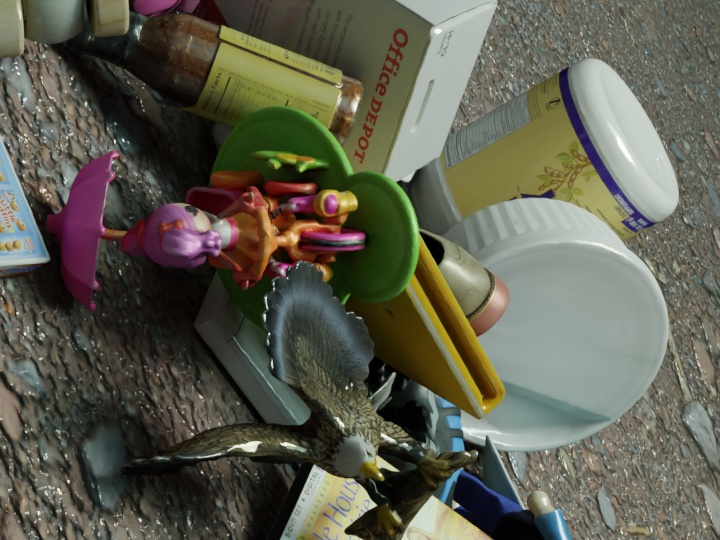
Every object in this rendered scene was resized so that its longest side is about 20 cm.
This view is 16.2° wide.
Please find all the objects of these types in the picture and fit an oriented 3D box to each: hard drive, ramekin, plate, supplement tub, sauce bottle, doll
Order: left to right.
[{"bbox_3d":[-0.099,-0.135,1.703,0.200,0.066,0.066,22,35,-8],"label":"sauce bottle"},{"bbox_3d":[-0.037,0.078,1.764,0.200,0.027,0.132,55,25,-21],"label":"hard drive"},{"bbox_3d":[0.130,0.035,1.957,0.202,0.202,0.094,48,15,-32],"label":"ramekin"},{"bbox_3d":[0.120,0.206,1.779,0.200,0.048,0.137,32,-38,46],"label":"doll"},{"bbox_3d":[0.138,-0.065,2.042,0.145,0.200,0.145,50,21,-27],"label":"supplement tub"},{"bbox_3d":[0.129,0.218,1.908,0.200,0.026,0.200,-25,90,-88],"label":"plate"}]

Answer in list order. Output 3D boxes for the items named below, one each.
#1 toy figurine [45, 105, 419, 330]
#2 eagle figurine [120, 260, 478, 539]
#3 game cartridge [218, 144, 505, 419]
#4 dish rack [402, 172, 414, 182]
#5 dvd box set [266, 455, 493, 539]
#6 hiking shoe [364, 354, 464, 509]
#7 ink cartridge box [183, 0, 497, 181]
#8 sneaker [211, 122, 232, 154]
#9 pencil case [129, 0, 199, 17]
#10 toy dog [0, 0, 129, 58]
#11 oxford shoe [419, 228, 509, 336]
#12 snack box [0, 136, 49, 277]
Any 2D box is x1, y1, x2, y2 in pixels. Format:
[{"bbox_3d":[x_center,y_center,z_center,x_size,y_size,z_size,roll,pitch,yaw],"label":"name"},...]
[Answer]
[{"bbox_3d":[-0.096,-0.020,1.569,0.184,0.200,0.150,-7,104,-43],"label":"toy figurine"},{"bbox_3d":[-0.030,0.094,1.548,0.200,0.151,0.152,32,59,-24],"label":"eagle figurine"},{"bbox_3d":[0.000,0.000,1.719,0.200,0.032,0.176,32,-22,50],"label":"game cartridge"},{"bbox_3d":[-0.008,-0.156,2.026,0.172,0.044,0.200,58,19,-11],"label":"dish rack"},{"bbox_3d":[0.031,0.209,1.652,0.200,0.029,0.146,37,43,-10],"label":"dvd box set"},{"bbox_3d":[0.038,0.102,1.795,0.200,0.074,0.087,-75,149,-50],"label":"hiking shoe"},{"bbox_3d":[-0.021,-0.172,1.785,0.200,0.148,0.086,36,39,20],"label":"ink cartridge box"},{"bbox_3d":[-0.042,-0.093,1.854,0.075,0.087,0.200,67,25,2],"label":"sneaker"},{"bbox_3d":[-0.174,-0.265,1.757,0.094,0.091,0.200,-3,66,-27],"label":"pencil case"},{"bbox_3d":[-0.206,-0.224,1.628,0.132,0.096,0.200,13,80,-15],"label":"toy dog"},{"bbox_3d":[0.023,-0.011,1.803,0.075,0.200,0.070,46,71,-35],"label":"oxford shoe"},{"bbox_3d":[-0.246,-0.091,1.503,0.072,0.024,0.200,-5,71,-66],"label":"snack box"}]
